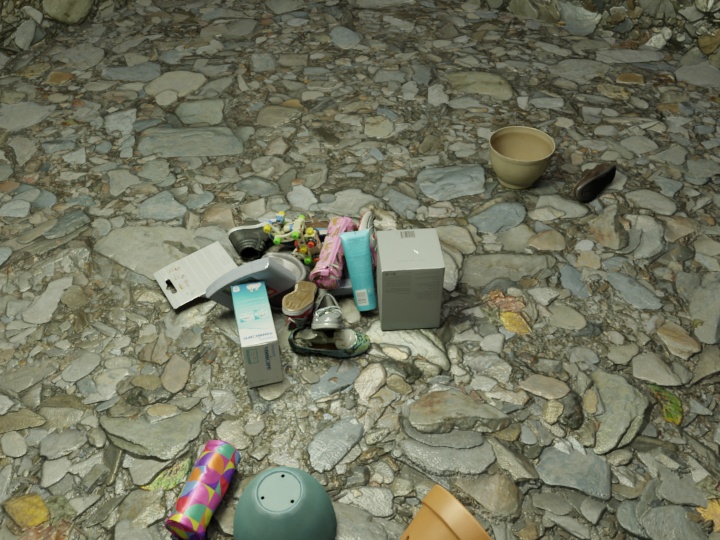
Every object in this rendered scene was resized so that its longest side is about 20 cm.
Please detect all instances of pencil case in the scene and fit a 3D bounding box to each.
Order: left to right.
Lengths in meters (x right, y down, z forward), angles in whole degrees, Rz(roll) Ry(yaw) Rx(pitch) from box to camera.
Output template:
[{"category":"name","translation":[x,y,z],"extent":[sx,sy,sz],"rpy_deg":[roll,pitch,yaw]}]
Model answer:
[{"category":"pencil case","translation":[-0.305,0.433,1.336],"extent":[0.088,0.089,0.201],"rpy_deg":[11,46,12]},{"category":"pencil case","translation":[-0.068,-0.047,1.761],"extent":[0.086,0.083,0.201],"rpy_deg":[-14,43,35]}]

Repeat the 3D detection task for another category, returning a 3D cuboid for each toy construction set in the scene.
[{"category":"toy construction set","translation":[-0.164,-0.073,1.807],"extent":[0.130,0.200,0.093],"rpy_deg":[-1,63,17]}]

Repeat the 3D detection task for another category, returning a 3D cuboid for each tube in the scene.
[{"category":"tube","translation":[0.000,0.000,1.722],"extent":[0.077,0.202,0.050],"rpy_deg":[-10,6,-11]}]

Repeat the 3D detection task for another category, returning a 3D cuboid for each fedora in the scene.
[{"category":"fedora","translation":[-0.206,0.015,1.781],"extent":[0.176,0.091,0.200],"rpy_deg":[-28,49,-27]}]

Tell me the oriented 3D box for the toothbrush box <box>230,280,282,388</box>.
[{"category":"toothbrush box","translation":[-0.243,0.147,1.597],"extent":[0.085,0.147,0.201],"rpy_deg":[-11,44,-12]}]

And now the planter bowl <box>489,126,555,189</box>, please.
[{"category":"planter bowl","translation":[0.493,-0.340,2.127],"extent":[0.198,0.135,0.201],"rpy_deg":[-1,43,0]}]

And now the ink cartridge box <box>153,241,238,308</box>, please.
[{"category":"ink cartridge box","translation":[-0.428,0.022,1.821],"extent":[0.199,0.050,0.162],"rpy_deg":[-30,50,-17]}]

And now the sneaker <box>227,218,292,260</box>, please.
[{"category":"sneaker","translation":[-0.265,-0.083,1.914],"extent":[0.198,0.071,0.100],"rpy_deg":[-13,54,-18]}]

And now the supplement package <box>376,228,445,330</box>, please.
[{"category":"supplement package","translation":[0.118,0.022,1.686],"extent":[0.150,0.201,0.151],"rpy_deg":[-3,42,-3]}]

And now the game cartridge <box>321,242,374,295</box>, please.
[{"category":"game cartridge","translation":[-0.031,-0.012,1.839],"extent":[0.132,0.041,0.201],"rpy_deg":[-8,43,-3]}]

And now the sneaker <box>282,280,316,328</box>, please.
[{"category":"sneaker","translation":[-0.149,0.106,1.640],"extent":[0.071,0.113,0.200],"rpy_deg":[11,16,5]}]

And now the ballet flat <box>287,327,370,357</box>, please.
[{"category":"ballet flat","translation":[-0.076,0.166,1.629],"extent":[0.198,0.075,0.075],"rpy_deg":[-2,42,1]}]

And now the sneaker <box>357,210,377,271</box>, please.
[{"category":"sneaker","translation":[0.021,-0.074,1.822],"extent":[0.074,0.081,0.201],"rpy_deg":[13,50,-7]}]

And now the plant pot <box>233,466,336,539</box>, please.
[{"category":"plant pot","translation":[-0.145,0.447,1.275],"extent":[0.198,0.135,0.201],"rpy_deg":[0,42,0]}]

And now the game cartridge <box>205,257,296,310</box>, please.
[{"category":"game cartridge","translation":[-0.273,0.037,1.669],"extent":[0.199,0.133,0.041],"rpy_deg":[-26,53,23]}]

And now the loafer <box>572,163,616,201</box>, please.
[{"category":"loafer","translation":[0.710,-0.273,2.109],"extent":[0.199,0.074,0.071],"rpy_deg":[-29,39,-34]}]

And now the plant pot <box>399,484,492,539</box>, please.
[{"category":"plant pot","translation":[0.149,0.498,1.189],"extent":[0.140,0.201,0.200],"rpy_deg":[-38,52,-13]}]

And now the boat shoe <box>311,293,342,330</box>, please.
[{"category":"boat shoe","translation":[-0.080,0.102,1.634],"extent":[0.074,0.065,0.202],"rpy_deg":[-1,7,0]}]

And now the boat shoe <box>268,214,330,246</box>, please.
[{"category":"boat shoe","translation":[-0.165,-0.114,1.914],"extent":[0.198,0.072,0.073],"rpy_deg":[4,53,-27]}]
